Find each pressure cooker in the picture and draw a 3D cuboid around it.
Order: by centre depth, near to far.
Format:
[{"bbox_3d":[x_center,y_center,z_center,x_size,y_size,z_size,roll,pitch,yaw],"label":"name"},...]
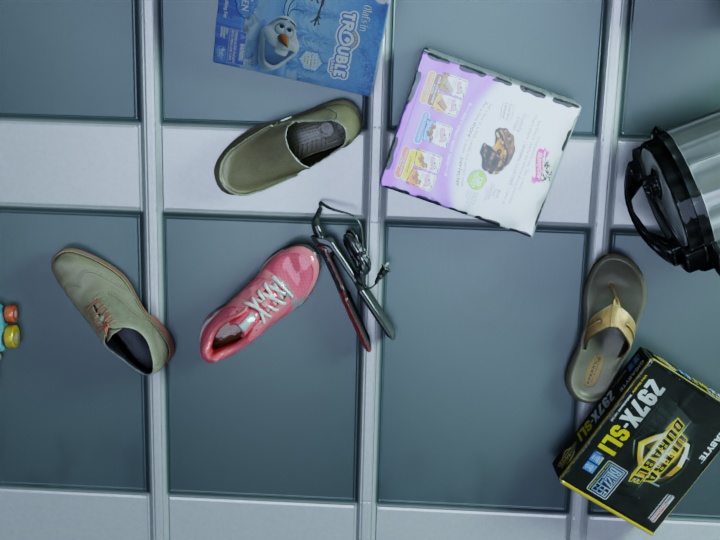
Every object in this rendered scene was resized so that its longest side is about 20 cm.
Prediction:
[{"bbox_3d":[0.408,-0.095,1.358,0.199,0.176,0.180,-21,99,5],"label":"pressure cooker"}]

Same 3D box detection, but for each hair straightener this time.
[{"bbox_3d":[0.000,0.000,1.481,0.076,0.041,0.201,-24,98,9],"label":"hair straightener"}]

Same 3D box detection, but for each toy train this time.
[{"bbox_3d":[-0.536,0.103,1.524,0.150,0.056,0.200,38,104,-7],"label":"toy train"}]

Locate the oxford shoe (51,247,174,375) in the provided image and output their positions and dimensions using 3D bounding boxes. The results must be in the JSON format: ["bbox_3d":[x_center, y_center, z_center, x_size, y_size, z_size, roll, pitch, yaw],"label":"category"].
[{"bbox_3d":[-0.317,0.052,1.488,0.200,0.075,0.070,43,104,-8],"label":"oxford shoe"}]

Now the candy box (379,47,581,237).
[{"bbox_3d":[0.142,-0.154,1.411,0.199,0.072,0.169,19,105,-1],"label":"candy box"}]

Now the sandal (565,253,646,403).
[{"bbox_3d":[0.309,0.079,1.471,0.080,0.054,0.202,14,105,-1],"label":"sandal"}]

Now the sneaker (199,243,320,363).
[{"bbox_3d":[-0.125,0.050,1.471,0.200,0.087,0.074,-43,100,12],"label":"sneaker"}]

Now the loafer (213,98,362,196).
[{"bbox_3d":[-0.092,-0.150,1.427,0.199,0.067,0.076,-28,102,10],"label":"loafer"}]

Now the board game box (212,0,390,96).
[{"bbox_3d":[-0.064,-0.315,1.356,0.197,0.044,0.201,11,130,0],"label":"board game box"}]

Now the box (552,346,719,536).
[{"bbox_3d":[0.366,0.219,1.497,0.159,0.049,0.201,32,104,-13],"label":"box"}]
